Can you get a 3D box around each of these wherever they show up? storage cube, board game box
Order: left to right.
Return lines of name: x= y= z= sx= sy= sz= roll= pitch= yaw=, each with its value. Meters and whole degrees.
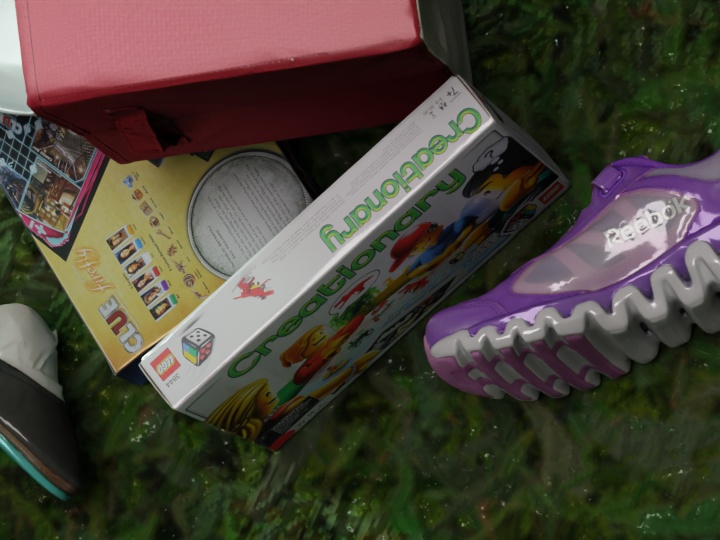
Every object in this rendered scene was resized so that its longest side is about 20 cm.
board game box: x=-0.115 y=-0.061 z=1.478 sx=0.135 sy=0.035 sz=0.200 roll=-37 pitch=69 yaw=10
storage cube: x=-0.056 y=-0.160 z=1.337 sx=0.179 sy=0.171 sz=0.201 roll=-8 pitch=82 yaw=9
board game box: x=0.000 y=0.000 z=1.371 sx=0.200 sy=0.126 sz=0.035 roll=-42 pitch=67 yaw=8

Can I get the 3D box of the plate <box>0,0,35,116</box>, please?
plate: x=-0.193 y=-0.175 z=1.508 sx=0.199 sy=0.032 sz=0.200 roll=12 pitch=72 yaw=34

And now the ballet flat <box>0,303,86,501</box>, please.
ballet flat: x=-0.201 y=0.037 z=1.474 sx=0.200 sy=0.068 sz=0.068 roll=34 pitch=83 yaw=23

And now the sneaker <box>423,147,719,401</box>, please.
sneaker: x=0.121 y=-0.005 z=1.359 sx=0.200 sy=0.080 sz=0.089 roll=-21 pitch=65 yaw=10
